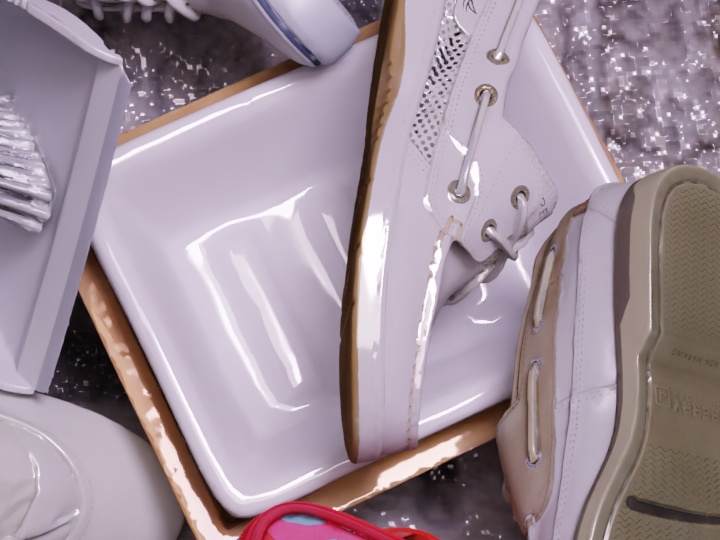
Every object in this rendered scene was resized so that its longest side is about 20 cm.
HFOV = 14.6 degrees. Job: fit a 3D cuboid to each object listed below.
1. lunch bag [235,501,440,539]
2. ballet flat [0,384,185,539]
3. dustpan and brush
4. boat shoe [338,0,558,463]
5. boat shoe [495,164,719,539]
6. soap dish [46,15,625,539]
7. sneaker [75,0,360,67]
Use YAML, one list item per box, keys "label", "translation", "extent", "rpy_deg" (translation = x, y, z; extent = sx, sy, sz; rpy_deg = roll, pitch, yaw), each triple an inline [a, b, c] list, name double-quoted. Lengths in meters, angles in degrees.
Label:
- label: "lunch bag"
  translation: [0.024, 0.164, 0.915]
  extent: [0.199, 0.082, 0.177]
  rpy_deg: [25, 45, -26]
- label: "ballet flat"
  translation: [-0.160, 0.065, 0.983]
  extent: [0.199, 0.069, 0.070]
  rpy_deg: [21, 72, -1]
- label: "dustpan and brush"
  translation: [-0.163, -0.063, 1.005]
  extent: [0.057, 0.140, 0.200]
  rpy_deg: [-2, 34, -34]
- label: "boat shoe"
  translation: [0.034, -0.029, 0.952]
  extent: [0.069, 0.071, 0.201]
  rpy_deg: [10, 71, -3]
- label: "boat shoe"
  translation: [0.085, 0.067, 0.933]
  extent: [0.074, 0.068, 0.201]
  rpy_deg: [26, 64, -33]
- label: "soap dish"
  translation: [0.000, 0.000, 1.019]
  extent: [0.199, 0.081, 0.158]
  rpy_deg: [-24, 78, -13]
- label: "sneaker"
  translation: [-0.077, -0.119, 1.029]
  extent: [0.071, 0.073, 0.200]
  rpy_deg: [-47, 50, -2]
